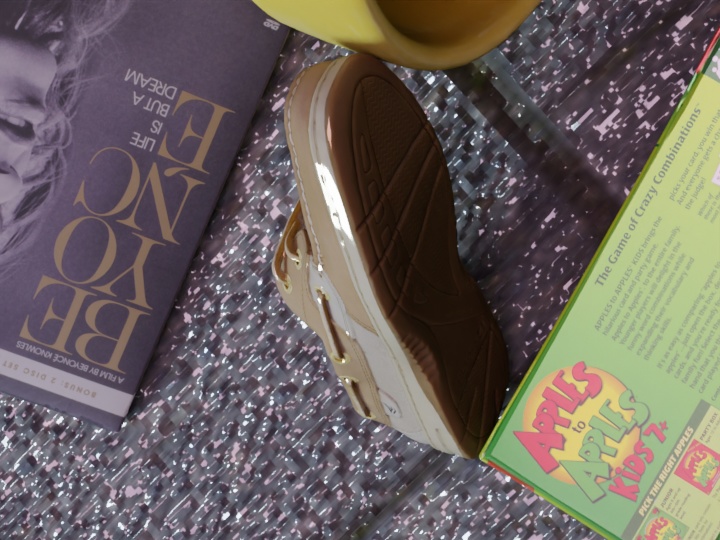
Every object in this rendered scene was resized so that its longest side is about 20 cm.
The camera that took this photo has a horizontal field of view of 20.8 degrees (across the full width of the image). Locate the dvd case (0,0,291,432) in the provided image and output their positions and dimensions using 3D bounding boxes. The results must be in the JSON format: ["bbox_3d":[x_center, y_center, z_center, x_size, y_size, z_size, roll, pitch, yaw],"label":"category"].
[{"bbox_3d":[-0.133,-0.044,0.829,0.147,0.016,0.202,21,101,-17],"label":"dvd case"}]

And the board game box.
[{"bbox_3d":[0.141,0.013,0.771,0.101,0.048,0.201,31,102,13],"label":"board game box"}]

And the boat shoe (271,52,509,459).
[{"bbox_3d":[0.000,0.000,0.758,0.069,0.074,0.201,6,139,28],"label":"boat shoe"}]

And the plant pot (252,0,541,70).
[{"bbox_3d":[-0.023,-0.197,0.742,0.188,0.200,0.203,21,100,30],"label":"plant pot"}]
